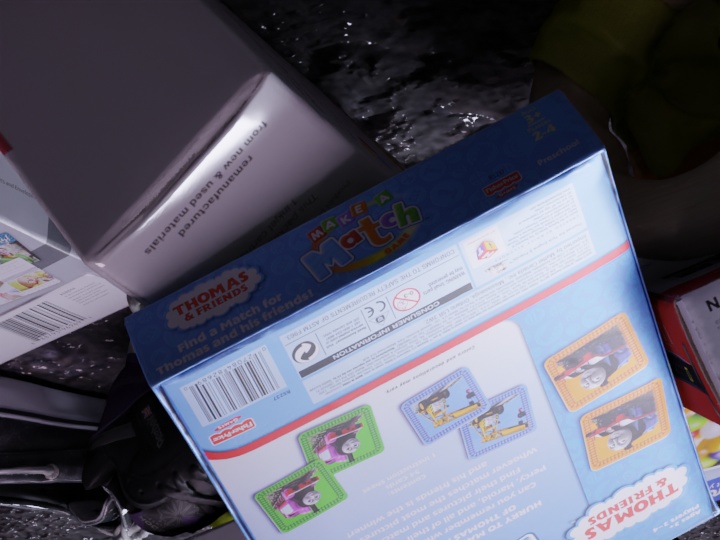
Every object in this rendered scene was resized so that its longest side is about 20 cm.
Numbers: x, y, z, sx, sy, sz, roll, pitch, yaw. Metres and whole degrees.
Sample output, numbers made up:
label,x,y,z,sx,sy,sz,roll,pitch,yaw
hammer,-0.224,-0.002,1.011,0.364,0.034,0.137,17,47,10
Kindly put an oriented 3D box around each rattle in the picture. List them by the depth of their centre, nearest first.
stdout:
label,x,y,z,sx,sy,sz,roll,pitch,yaw
rattle,0.163,-0.045,0.755,0.200,0.130,0.143,-5,139,39

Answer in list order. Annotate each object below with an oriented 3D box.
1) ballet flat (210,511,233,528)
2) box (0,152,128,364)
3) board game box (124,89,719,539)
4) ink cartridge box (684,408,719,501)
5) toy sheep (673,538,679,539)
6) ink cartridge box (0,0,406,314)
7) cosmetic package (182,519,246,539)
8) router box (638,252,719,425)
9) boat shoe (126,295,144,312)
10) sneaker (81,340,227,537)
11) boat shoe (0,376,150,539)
label,x,y,z,sx,sy,sz,roll,pitch,yaw
ballet flat,0.017,0.096,1.063,0.199,0.067,0.067,-2,129,9
box,-0.208,-0.014,0.911,0.156,0.041,0.200,-24,146,33
board game box,0.029,0.051,0.729,0.151,0.037,0.200,-28,136,-3
ink cartridge box,0.175,0.048,0.990,0.119,0.042,0.200,-19,147,-14
toy sheep,0.076,0.145,1.145,0.199,0.138,0.138,7,151,-5
ink cartridge box,-0.034,-0.024,0.767,0.086,0.148,0.200,-48,136,5
cosmetic package,-0.011,0.139,0.987,0.200,0.081,0.113,-25,167,18
router box,0.190,-0.015,0.776,0.200,0.049,0.179,-26,-177,-2
boat shoe,0.000,0.000,0.928,0.199,0.064,0.071,2,152,-10
sneaker,-0.056,0.081,0.966,0.076,0.088,0.200,34,164,-25
boat shoe,-0.122,0.103,1.108,0.199,0.068,0.074,16,147,-31
